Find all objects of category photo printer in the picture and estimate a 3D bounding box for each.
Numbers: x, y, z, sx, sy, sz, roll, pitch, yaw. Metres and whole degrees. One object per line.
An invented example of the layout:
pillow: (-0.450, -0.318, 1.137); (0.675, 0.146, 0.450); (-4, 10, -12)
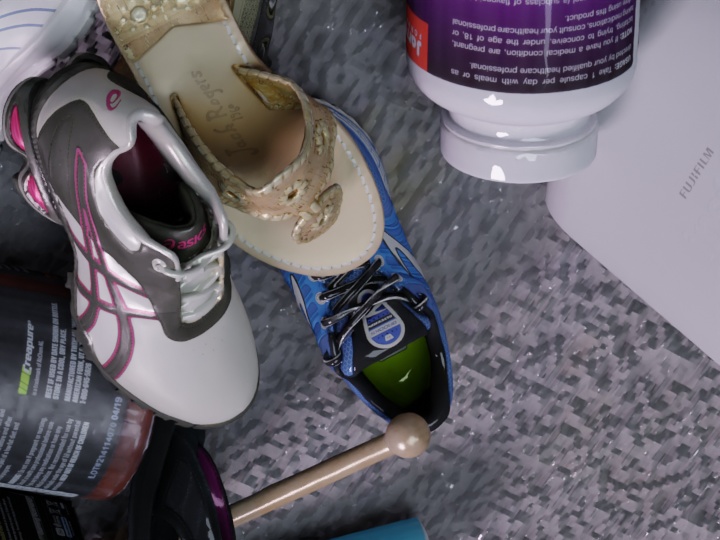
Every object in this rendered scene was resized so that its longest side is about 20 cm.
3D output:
photo printer: (0.189, -0.047, 1.255); (0.069, 0.200, 0.167); (-13, 139, -51)

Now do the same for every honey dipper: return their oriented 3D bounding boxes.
honey dipper: (-0.051, 0.119, 1.303); (0.200, 0.038, 0.038); (-25, 124, 22)

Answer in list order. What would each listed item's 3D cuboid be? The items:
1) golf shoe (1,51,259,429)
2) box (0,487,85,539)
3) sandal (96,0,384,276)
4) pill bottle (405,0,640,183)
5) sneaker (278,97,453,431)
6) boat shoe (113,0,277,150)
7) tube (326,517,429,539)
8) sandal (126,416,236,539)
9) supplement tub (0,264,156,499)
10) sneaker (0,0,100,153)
golf shoe: (-0.091, -0.001, 1.151); (0.077, 0.088, 0.200); (-40, 123, -22)
box: (-0.207, 0.181, 1.229); (0.163, 0.200, 0.086); (15, 111, -25)
sandal: (-0.053, -0.060, 1.142); (0.078, 0.070, 0.212); (-31, 120, 5)
pill bottle: (0.077, -0.147, 1.207); (0.112, 0.112, 0.201); (-7, 118, -15)
sneaker: (0.000, 0.000, 1.271); (0.078, 0.089, 0.200); (-32, 122, -2)
boat shoe: (-0.073, -0.098, 1.207); (0.065, 0.073, 0.200); (-24, 142, -48)
tube: (-0.057, 0.182, 1.376); (0.199, 0.050, 0.078); (-15, 113, -5)
sandal: (-0.084, 0.114, 1.264); (0.048, 0.075, 0.201); (6, 84, 9)
supplement tub: (-0.201, 0.044, 1.217); (0.199, 0.107, 0.107); (12, 112, -23)
sneaker: (-0.175, -0.117, 1.164); (0.087, 0.075, 0.200); (29, 104, -24)
